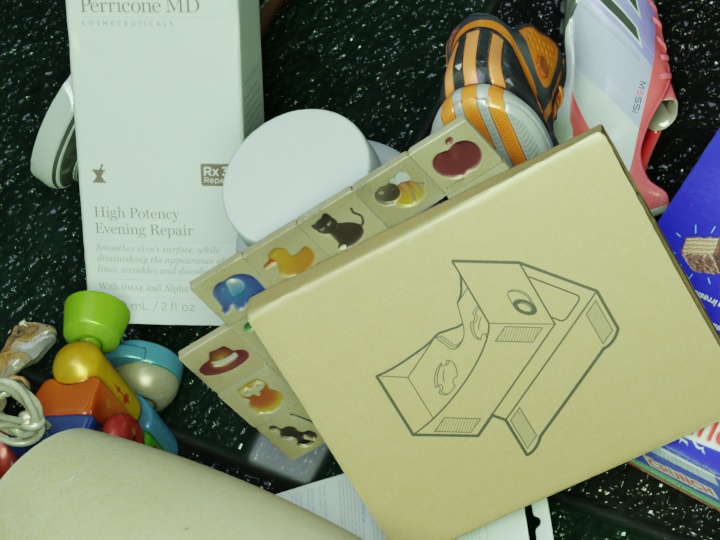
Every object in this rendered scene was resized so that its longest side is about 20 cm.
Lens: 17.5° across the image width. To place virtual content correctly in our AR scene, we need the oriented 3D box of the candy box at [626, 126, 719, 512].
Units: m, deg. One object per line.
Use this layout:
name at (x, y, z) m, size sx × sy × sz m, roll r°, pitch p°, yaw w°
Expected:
candy box at (0.223, 0.029, 1.216) m, size 0.169 × 0.077 × 0.200 m, roll 28°, pitch 74°, yaw 31°

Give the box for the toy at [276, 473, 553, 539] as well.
toy at (0.015, 0.162, 1.244) m, size 0.199 × 0.047 × 0.116 m, roll -17°, pitch 60°, yaw 19°

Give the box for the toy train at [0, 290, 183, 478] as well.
toy train at (-0.155, 0.060, 1.282) m, size 0.084 × 0.200 × 0.116 m, roll -5°, pitch 56°, yaw 20°

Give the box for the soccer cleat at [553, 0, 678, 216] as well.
soccer cleat at (0.150, -0.117, 1.341) m, size 0.073 × 0.068 × 0.201 m, roll 3°, pitch 66°, yaw 15°

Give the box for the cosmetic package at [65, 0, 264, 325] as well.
cosmetic package at (-0.107, -0.074, 1.331) m, size 0.101 × 0.201 × 0.074 m, roll 0°, pitch 21°, yaw 8°

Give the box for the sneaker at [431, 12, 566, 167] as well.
sneaker at (0.095, -0.056, 1.256) m, size 0.077 × 0.201 × 0.112 m, roll -7°, pitch 44°, yaw 15°

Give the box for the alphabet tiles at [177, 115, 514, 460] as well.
alphabet tiles at (0.016, 0.023, 1.180) m, size 0.199 × 0.167 × 0.008 m, roll -30°, pitch 39°, yaw 19°

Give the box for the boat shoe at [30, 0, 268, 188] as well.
boat shoe at (-0.121, -0.119, 1.387) m, size 0.064 × 0.071 × 0.200 m, roll 41°, pitch 104°, yaw 11°

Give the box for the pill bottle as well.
pill bottle at (0.000, 0.000, 1.249) m, size 0.111 × 0.200 × 0.113 m, roll -10°, pitch 58°, yaw 17°

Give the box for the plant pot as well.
plant pot at (-0.095, 0.172, 1.159) m, size 0.200 × 0.187 × 0.188 m, roll 35°, pitch 79°, yaw 27°

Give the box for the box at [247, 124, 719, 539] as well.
box at (0.067, 0.040, 1.151) m, size 0.199 × 0.164 × 0.021 m, roll -26°, pitch 21°, yaw 16°

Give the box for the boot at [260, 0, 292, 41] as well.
boot at (-0.074, -0.114, 1.426) m, size 0.187 × 0.069 × 0.201 m, roll -16°, pitch 58°, yaw 13°

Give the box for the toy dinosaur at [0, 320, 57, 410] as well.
toy dinosaur at (-0.254, 0.101, 1.373) m, size 0.200 × 0.061 × 0.106 m, roll -29°, pitch 54°, yaw -32°
